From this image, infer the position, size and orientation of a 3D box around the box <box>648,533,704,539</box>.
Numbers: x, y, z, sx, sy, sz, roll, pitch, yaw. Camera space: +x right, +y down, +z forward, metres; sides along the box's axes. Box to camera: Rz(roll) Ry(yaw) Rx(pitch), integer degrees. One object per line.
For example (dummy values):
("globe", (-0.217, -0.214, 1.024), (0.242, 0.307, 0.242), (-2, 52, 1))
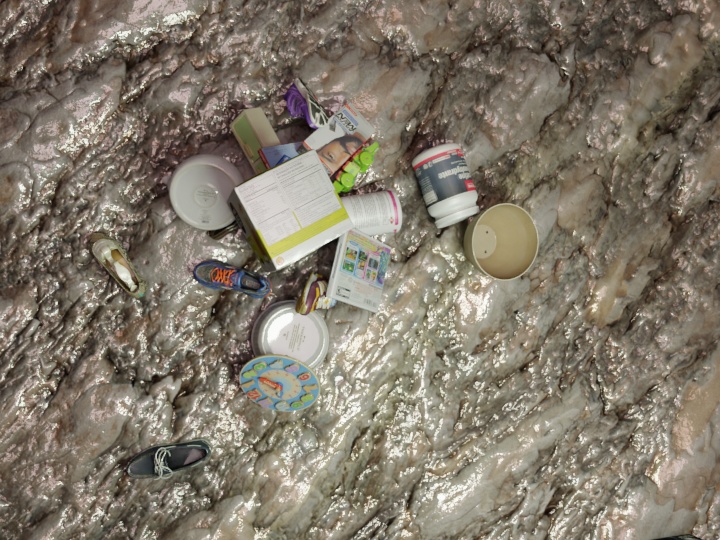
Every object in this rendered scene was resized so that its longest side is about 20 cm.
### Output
("box", (0.883, 0.853, 1.625), (0.163, 0.086, 0.201), (-1, 84, -12))

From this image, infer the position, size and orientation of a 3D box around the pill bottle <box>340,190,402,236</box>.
("pill bottle", (-0.001, -0.143, 1.542), (0.199, 0.113, 0.114), (-10, 85, -13))

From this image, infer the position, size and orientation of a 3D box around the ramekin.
("ramekin", (-0.173, 0.172, 1.477), (0.201, 0.094, 0.203), (1, 83, -11))

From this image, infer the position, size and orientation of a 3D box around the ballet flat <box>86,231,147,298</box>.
("ballet flat", (-0.590, -0.019, 1.420), (0.068, 0.075, 0.200), (-39, 92, -13))

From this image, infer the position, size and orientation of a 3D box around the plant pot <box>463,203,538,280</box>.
("plant pot", (0.359, -0.078, 1.592), (0.199, 0.134, 0.201), (-1, 94, -18))

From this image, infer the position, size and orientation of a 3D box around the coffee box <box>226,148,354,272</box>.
("coffee box", (-0.165, -0.129, 1.331), (0.200, 0.200, 0.198), (-30, 97, -16))

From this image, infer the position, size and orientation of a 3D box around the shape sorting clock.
("shape sorting clock", (-0.196, 0.278, 1.426), (0.199, 0.200, 0.039), (23, 40, -8))

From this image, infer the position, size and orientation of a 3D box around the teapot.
("teapot", (-0.367, -0.203, 1.459), (0.197, 0.146, 0.200), (-38, 108, 13))

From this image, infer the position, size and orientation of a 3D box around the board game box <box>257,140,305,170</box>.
("board game box", (-0.167, -0.278, 1.511), (0.200, 0.019, 0.103), (-25, 86, -50))

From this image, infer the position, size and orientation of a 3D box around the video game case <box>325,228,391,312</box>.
("video game case", (0.000, 0.000, 1.508), (0.200, 0.024, 0.183), (23, 77, -50))

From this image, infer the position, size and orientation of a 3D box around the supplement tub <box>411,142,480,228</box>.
("supplement tub", (0.232, -0.229, 1.588), (0.140, 0.140, 0.201), (-19, 87, -14))

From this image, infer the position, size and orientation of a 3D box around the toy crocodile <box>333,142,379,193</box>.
("toy crocodile", (-0.022, -0.272, 1.576), (0.062, 0.068, 0.200), (41, 77, -5))

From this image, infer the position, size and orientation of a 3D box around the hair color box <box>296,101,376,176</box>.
("hair color box", (-0.062, -0.342, 1.547), (0.111, 0.064, 0.200), (45, 61, -9))

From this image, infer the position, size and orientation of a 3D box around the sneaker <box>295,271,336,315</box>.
("sneaker", (-0.100, 0.064, 1.458), (0.090, 0.200, 0.075), (27, 112, -5))

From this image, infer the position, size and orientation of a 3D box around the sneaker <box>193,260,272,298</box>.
("sneaker", (-0.318, 0.017, 1.472), (0.199, 0.078, 0.076), (11, 80, -11))

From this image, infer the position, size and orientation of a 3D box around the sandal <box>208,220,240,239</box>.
("sandal", (-0.290, -0.127, 1.501), (0.200, 0.082, 0.055), (-32, 129, -3))

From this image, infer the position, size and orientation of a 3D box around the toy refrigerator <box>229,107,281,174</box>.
("toy refrigerator", (-0.252, -0.311, 1.515), (0.070, 0.076, 0.200), (-30, 91, -50))

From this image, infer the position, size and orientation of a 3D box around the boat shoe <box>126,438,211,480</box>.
("boat shoe", (-0.457, 0.453, 1.398), (0.199, 0.062, 0.075), (-8, 87, -12))

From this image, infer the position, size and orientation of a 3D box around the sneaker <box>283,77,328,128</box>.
("sneaker", (-0.146, -0.420, 1.531), (0.083, 0.200, 0.081), (-42, 135, 14))
